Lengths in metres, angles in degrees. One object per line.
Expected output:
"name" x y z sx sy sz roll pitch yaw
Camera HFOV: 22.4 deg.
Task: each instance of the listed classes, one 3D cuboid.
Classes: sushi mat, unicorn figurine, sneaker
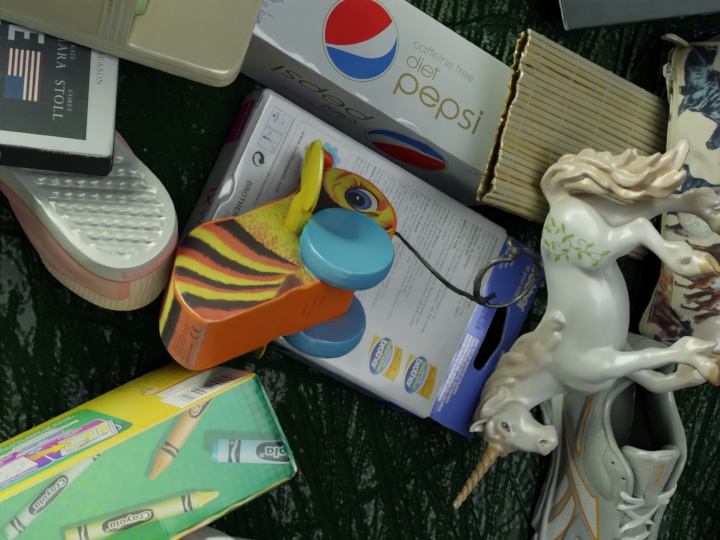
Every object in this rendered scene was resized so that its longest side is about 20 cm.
"sushi mat" 0.130 -0.067 1.035 0.199 0.012 0.096 15 88 -55
"unicorn figurine" 0.129 0.029 0.987 0.136 0.074 0.202 3 93 18
"sneaker" -0.160 -0.062 0.921 0.075 0.105 0.201 -34 75 -14
"sneaker" 0.148 0.131 1.053 0.075 0.092 0.202 -5 92 -26

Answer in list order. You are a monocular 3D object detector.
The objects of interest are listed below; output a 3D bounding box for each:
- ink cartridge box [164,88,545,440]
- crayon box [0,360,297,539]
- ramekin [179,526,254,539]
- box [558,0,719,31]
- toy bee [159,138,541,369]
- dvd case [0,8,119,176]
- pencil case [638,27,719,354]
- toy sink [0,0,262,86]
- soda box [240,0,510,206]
"ink cartridge box" 0.000 0.000 1.009 0.199 0.042 0.120 28 79 -21
"crayon box" -0.145 0.112 0.887 0.199 0.119 0.059 -26 101 -21
"ramekin" -0.056 0.226 0.899 0.094 0.202 0.204 3 88 -37
"box" 0.235 -0.207 1.022 0.181 0.199 0.105 -17 101 -36
"toy bee" -0.025 -0.009 0.928 0.199 0.109 0.131 9 127 -47
"dvd case" -0.213 -0.124 0.860 0.198 0.025 0.151 5 63 -12
"pencil case" 0.212 -0.042 1.077 0.089 0.078 0.202 6 100 8
"toy sink" -0.128 -0.191 0.838 0.199 0.112 0.131 18 62 -6
"soda box" 0.010 -0.109 0.999 0.199 0.068 0.064 30 75 -23
